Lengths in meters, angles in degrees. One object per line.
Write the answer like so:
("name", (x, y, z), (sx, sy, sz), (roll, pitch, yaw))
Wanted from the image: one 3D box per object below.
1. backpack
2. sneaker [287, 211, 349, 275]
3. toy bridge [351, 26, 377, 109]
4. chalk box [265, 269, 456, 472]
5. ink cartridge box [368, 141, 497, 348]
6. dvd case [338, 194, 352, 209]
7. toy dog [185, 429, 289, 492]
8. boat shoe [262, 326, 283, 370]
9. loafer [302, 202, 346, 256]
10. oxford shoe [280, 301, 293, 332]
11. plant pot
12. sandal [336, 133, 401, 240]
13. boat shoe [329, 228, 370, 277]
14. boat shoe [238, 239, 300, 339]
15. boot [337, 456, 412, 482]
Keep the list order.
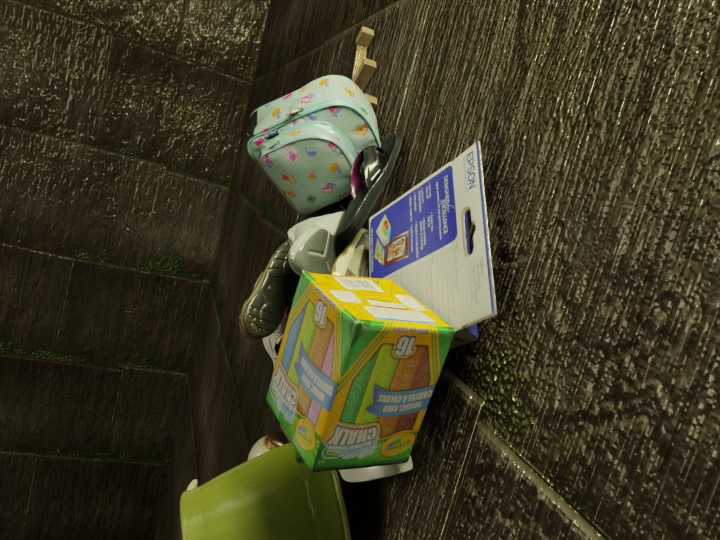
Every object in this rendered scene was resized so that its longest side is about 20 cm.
("backpack", (-0.065, -0.203, 0.874), (0.198, 0.176, 0.155), (-27, 44, 12))
("sneaker", (-0.071, -0.034, 0.776), (0.200, 0.079, 0.072), (-54, -40, -69))
("toy bridge", (0.004, -0.363, 1.007), (0.067, 0.027, 0.203), (131, 144, -53))
("chalk box", (-0.011, 0.120, 0.557), (0.124, 0.123, 0.203), (36, 114, 52))
("ink cartridge box", (0.081, -0.009, 0.611), (0.199, 0.047, 0.201), (-29, 52, 46))
("dvd case", (-0.047, -0.073, 1.008), (0.199, 0.016, 0.151), (-173, 93, -67))
("toy dog", (-0.167, 0.367, 0.888), (0.200, 0.192, 0.141), (-54, -18, -47))
("boat shoe", (-0.147, 0.149, 1.071), (0.201, 0.070, 0.070), (-116, 34, -43))
("loafer", (-0.054, -0.080, 0.940), (0.072, 0.071, 0.201), (-30, 43, 1))
("oxford shoe", (-0.101, 0.083, 0.894), (0.072, 0.072, 0.200), (-58, -1, -26))
("plant pot", (-0.128, 0.332, 0.700), (0.200, 0.190, 0.204), (171, 90, -73))
("sandal", (0.008, -0.136, 0.785), (0.075, 0.048, 0.202), (-32, 29, 54))
("boat shoe", (0.000, -0.001, 0.759), (0.201, 0.065, 0.073), (-60, -8, -67))
("boat shoe", (-0.140, 0.026, 0.886), (0.074, 0.076, 0.201), (-30, 22, 54))
("boot", (-0.003, 0.204, 0.670), (0.200, 0.072, 0.092), (-34, 63, 61))
